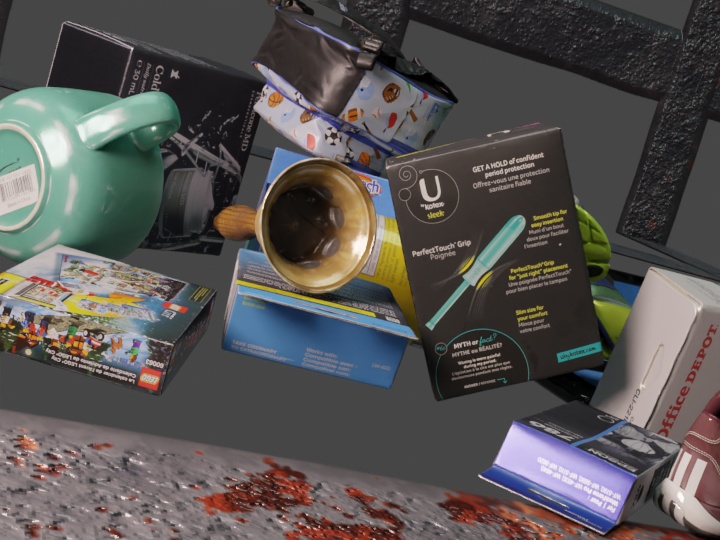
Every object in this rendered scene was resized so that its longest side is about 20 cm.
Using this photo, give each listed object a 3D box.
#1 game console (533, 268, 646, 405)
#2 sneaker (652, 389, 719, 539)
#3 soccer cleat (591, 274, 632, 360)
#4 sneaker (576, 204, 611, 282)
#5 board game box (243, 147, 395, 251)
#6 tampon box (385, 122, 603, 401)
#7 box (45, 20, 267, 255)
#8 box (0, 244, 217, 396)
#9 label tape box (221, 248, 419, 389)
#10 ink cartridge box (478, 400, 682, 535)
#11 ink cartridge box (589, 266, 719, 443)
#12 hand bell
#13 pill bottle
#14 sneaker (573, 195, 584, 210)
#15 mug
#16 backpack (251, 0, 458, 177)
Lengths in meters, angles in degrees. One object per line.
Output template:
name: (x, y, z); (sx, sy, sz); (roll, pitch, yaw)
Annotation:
game console: (0.262, 0.070, 1.192); (0.198, 0.118, 0.176); (11, 11, -27)
sneaker: (0.313, 0.140, 0.879); (0.199, 0.117, 0.076); (10, 11, -35)
soccer cleat: (0.258, 0.070, 1.130); (0.199, 0.065, 0.084); (35, 51, 1)
sneaker: (0.152, -0.049, 1.132); (0.199, 0.075, 0.083); (24, 12, 24)
board game box: (-0.037, -0.047, 1.246); (0.151, 0.045, 0.200); (16, -25, -8)
tampon box: (0.112, -0.013, 1.018); (0.148, 0.202, 0.126); (-12, 8, 3)
box: (-0.225, -0.133, 1.236); (0.123, 0.202, 0.196); (25, 13, 36)
box: (-0.187, 0.030, 0.861); (0.135, 0.038, 0.200); (17, 9, -1)
label tape box: (-0.039, 0.044, 0.964); (0.143, 0.064, 0.200); (14, 9, -7)
ink cartridge box: (0.169, 0.139, 0.872); (0.099, 0.040, 0.200); (22, 11, 24)
ink cartridge box: (0.324, 0.094, 1.054); (0.198, 0.145, 0.084); (12, 18, -28)
hand bell: (-0.080, -0.038, 1.002); (0.103, 0.105, 0.199); (11, -4, -30)
pill bottle: (0.000, 0.000, 1.139); (0.198, 0.115, 0.114); (16, 9, -6)
sneaker: (0.136, -0.053, 1.259); (0.198, 0.075, 0.087); (18, -30, 0)
mug: (-0.254, -0.092, 0.999); (0.151, 0.186, 0.114); (33, 18, 23)
backpack: (-0.003, -0.181, 1.226); (0.189, 0.155, 0.200); (12, 23, -39)
